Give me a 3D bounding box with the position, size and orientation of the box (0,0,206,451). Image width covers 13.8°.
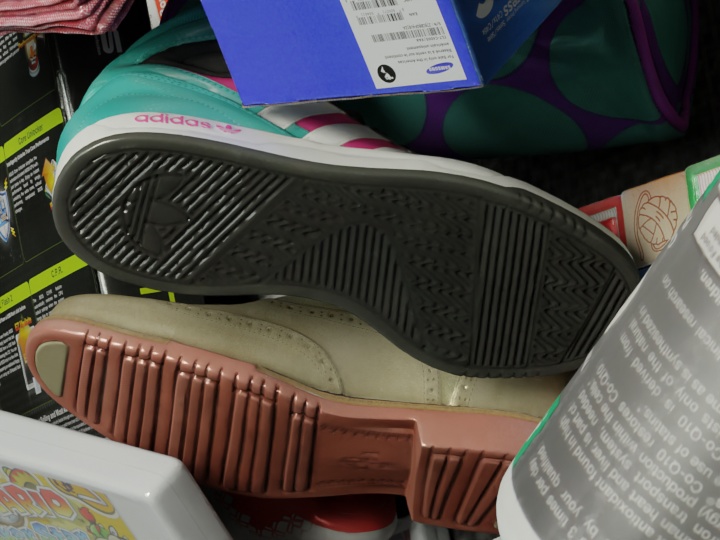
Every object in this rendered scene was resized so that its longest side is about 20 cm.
[{"bbox_3d":[-0.121,-0.003,1.144,0.200,0.047,0.194,-26,72,61],"label":"box"}]

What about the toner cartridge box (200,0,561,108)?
[{"bbox_3d":[0.040,-0.123,0.976,0.095,0.200,0.043,-1,122,35],"label":"toner cartridge box"}]

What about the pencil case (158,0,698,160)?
[{"bbox_3d":[0.025,-0.083,1.071,0.199,0.085,0.093,-6,108,29],"label":"pencil case"}]

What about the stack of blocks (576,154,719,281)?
[{"bbox_3d":[0.138,0.065,0.982,0.115,0.058,0.201,-20,69,41],"label":"stack of blocks"}]

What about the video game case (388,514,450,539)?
[{"bbox_3d":[-0.031,0.190,1.157,0.199,0.018,0.144,-26,67,40],"label":"video game case"}]

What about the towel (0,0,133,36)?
[{"bbox_3d":[-0.065,-0.132,1.022,0.144,0.200,0.023,-1,122,51],"label":"towel"}]

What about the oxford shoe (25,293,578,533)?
[{"bbox_3d":[-0.015,0.035,1.031,0.071,0.199,0.074,111,173,-55],"label":"oxford shoe"}]

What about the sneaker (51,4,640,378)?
[{"bbox_3d":[-0.007,-0.032,1.003,0.121,0.199,0.084,-99,27,-57],"label":"sneaker"}]

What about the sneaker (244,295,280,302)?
[{"bbox_3d":[0.000,0.000,1.132,0.077,0.076,0.200,-46,52,3],"label":"sneaker"}]

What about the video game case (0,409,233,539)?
[{"bbox_3d":[-0.097,0.122,1.114,0.199,0.182,0.023,11,51,45],"label":"video game case"}]

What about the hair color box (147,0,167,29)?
[{"bbox_3d":[-0.102,-0.096,1.242,0.200,0.061,0.102,-33,62,38],"label":"hair color box"}]

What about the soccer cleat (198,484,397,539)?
[{"bbox_3d":[-0.056,0.089,1.169,0.200,0.068,0.086,21,107,48],"label":"soccer cleat"}]

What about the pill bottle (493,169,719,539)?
[{"bbox_3d":[0.112,0.060,0.888,0.200,0.113,0.113,-56,50,21],"label":"pill bottle"}]
